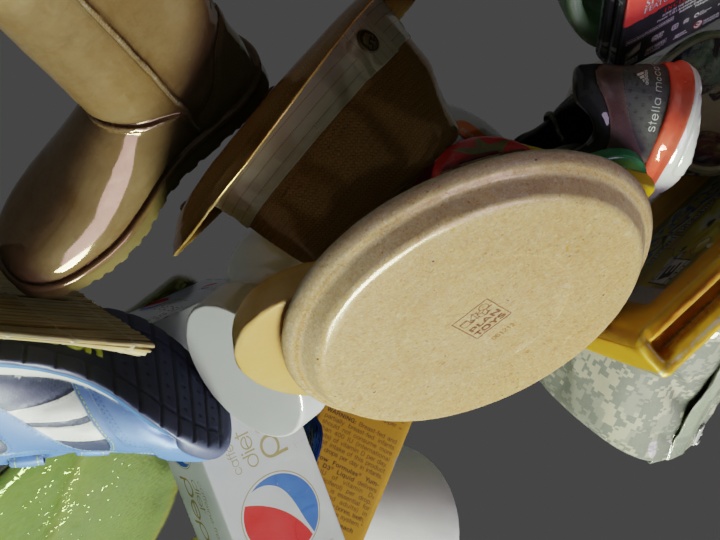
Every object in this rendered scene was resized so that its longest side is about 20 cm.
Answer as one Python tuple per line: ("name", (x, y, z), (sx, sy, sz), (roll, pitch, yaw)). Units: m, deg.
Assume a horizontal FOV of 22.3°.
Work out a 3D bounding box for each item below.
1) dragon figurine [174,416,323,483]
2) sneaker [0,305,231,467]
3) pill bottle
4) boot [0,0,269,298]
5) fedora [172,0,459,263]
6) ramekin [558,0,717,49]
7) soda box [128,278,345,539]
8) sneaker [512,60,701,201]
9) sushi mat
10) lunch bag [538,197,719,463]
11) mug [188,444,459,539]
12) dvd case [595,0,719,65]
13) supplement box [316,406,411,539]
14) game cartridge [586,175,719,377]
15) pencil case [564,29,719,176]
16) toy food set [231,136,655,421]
("dragon figurine", (-0.064, 0.110, 1.137), (0.059, 0.201, 0.099), (29, 144, -21))
("sneaker", (-0.163, 0.064, 0.968), (0.199, 0.074, 0.082), (21, 126, -25))
("pill bottle", (0.000, 0.000, 1.013), (0.200, 0.113, 0.113), (-40, 158, -34))
("boot", (-0.135, -0.091, 0.821), (0.175, 0.066, 0.200), (-48, 155, -6))
("fedora", (-0.008, -0.063, 0.909), (0.201, 0.082, 0.201), (-49, -178, 2))
("ramekin", (0.159, -0.218, 0.932), (0.199, 0.098, 0.200), (-29, 151, -17))
("soda box", (-0.070, 0.109, 1.064), (0.068, 0.201, 0.064), (-25, -168, -25))
("sneaker", (0.110, -0.049, 0.969), (0.081, 0.077, 0.200), (11, 143, -10))
("sushi mat", (-0.196, 0.011, 0.862), (0.200, 0.096, 0.012), (9, 110, -52))
("lunch bag", (0.202, 0.021, 1.280), (0.139, 0.168, 0.200), (-18, 148, -33))
("mug", (-0.043, 0.200, 1.301), (0.153, 0.150, 0.187), (21, 112, -50))
("dvd case", (0.183, -0.191, 0.871), (0.146, 0.022, 0.200), (-29, 153, -15))
("supplement box", (-0.022, 0.141, 1.190), (0.201, 0.069, 0.067), (-68, -169, -15))
("game cartridge", (0.190, -0.020, 1.008), (0.176, 0.032, 0.200), (-43, -170, -5))
("pencil case", (0.180, -0.095, 1.084), (0.089, 0.078, 0.200), (-19, -175, -8))
("toy food set", (0.050, 0.007, 0.887), (0.197, 0.049, 0.200), (10, 133, -40))
